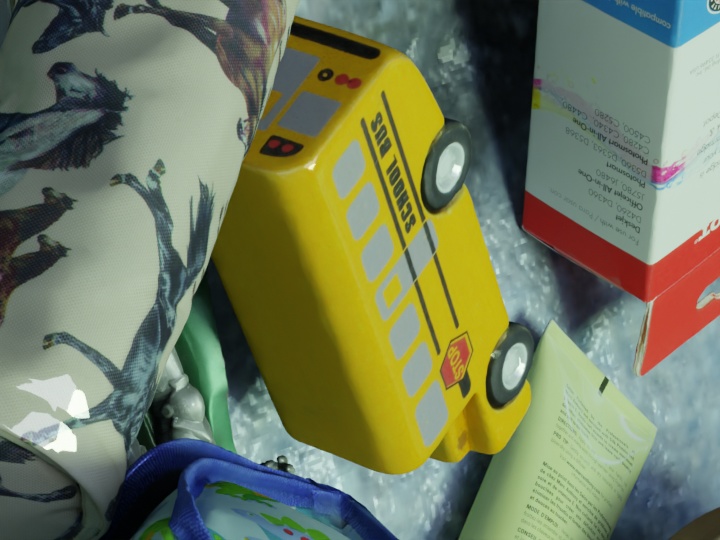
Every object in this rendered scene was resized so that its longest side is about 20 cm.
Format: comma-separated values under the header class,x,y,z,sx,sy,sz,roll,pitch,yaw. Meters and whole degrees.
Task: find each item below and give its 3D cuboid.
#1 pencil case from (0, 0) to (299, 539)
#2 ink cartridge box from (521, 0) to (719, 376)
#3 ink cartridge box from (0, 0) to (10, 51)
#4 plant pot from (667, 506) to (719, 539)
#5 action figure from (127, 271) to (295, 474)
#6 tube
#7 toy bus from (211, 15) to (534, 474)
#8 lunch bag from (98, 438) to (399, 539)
class,x,y,z,sx,sy,sz,roll,pitch,yaw
pencil case,-0.084,-0.017,0.821,0.078,0.089,0.201,70,33,-56
ink cartridge box,0.123,-0.072,1.096,0.116,0.067,0.201,-34,142,-35
ink cartridge box,-0.119,-0.136,0.904,0.115,0.068,0.201,-44,120,-32
plant pot,0.134,0.186,1.132,0.200,0.092,0.202,-4,95,-42
action figure,-0.061,0.087,0.981,0.118,0.054,0.201,-36,119,-38
tube,0.056,0.123,1.093,0.058,0.052,0.201,90,23,-65
toy bus,0.000,0.000,0.977,0.078,0.065,0.201,-55,147,-27
lunch bag,-0.049,0.145,0.826,0.127,0.200,0.171,32,93,0
